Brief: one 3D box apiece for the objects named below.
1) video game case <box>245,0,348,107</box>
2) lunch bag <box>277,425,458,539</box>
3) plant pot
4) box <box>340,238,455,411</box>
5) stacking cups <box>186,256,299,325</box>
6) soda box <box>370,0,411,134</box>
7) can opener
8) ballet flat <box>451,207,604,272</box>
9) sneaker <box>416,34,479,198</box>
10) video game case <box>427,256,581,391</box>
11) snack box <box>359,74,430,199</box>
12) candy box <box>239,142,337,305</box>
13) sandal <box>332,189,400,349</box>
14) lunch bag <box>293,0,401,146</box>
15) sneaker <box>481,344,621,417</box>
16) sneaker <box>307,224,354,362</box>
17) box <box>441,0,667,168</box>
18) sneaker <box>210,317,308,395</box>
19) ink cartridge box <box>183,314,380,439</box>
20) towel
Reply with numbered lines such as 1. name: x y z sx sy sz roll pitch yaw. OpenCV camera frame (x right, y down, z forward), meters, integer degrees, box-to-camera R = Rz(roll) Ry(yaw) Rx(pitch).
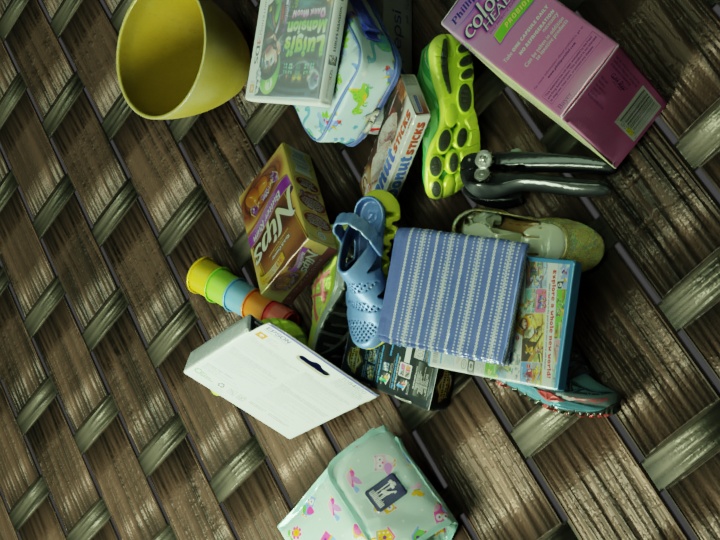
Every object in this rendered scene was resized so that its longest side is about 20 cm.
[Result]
1. video game case: -0.081 -0.304 1.431 0.199 0.023 0.185 16 98 55
2. lunch bag: 0.015 0.325 1.446 0.201 0.121 0.171 -50 57 17
3. plant pot: -0.248 -0.317 1.676 0.198 0.141 0.204 -2 86 39
4. box: 0.061 0.063 1.463 0.157 0.046 0.204 17 99 39
5. stacking cups: -0.168 0.042 1.657 0.198 0.060 0.061 26 104 32
6. soda box: 0.025 -0.287 1.497 0.068 0.063 0.204 -2 87 41
7. can opener: 0.208 -0.116 1.342 0.197 0.078 0.065 -1 75 31
8. ballet flat: 0.193 -0.036 1.346 0.198 0.070 0.072 15 98 39
9. sneaker: 0.106 -0.193 1.425 0.083 0.073 0.204 -161 71 -70
10. video game case: 0.165 0.054 1.317 0.198 0.018 0.146 6 87 47
11. snack box: 0.042 -0.152 1.441 0.201 0.024 0.073 112 147 -48
12. candy box: -0.103 -0.067 1.559 0.117 0.056 0.202 -48 41 28
13. sandal: 0.000 0.000 1.429 0.079 0.086 0.204 1 95 38
14. lunch bag: -0.029 -0.272 1.438 0.162 0.081 0.202 -58 43 36
15. sneaker: 0.218 0.106 1.310 0.198 0.079 0.097 22 100 38
16. sneaker: -0.037 0.029 1.537 0.090 0.077 0.203 20 95 45
17. box: 0.218 -0.231 1.253 0.097 0.175 0.200 -52 57 10
18. sneaker: -0.137 0.124 1.601 0.199 0.083 0.075 -29 59 40
19. ink cartridge box: -0.103 0.137 1.500 0.199 0.199 0.041 -29 35 41
20. towel: 0.108 0.028 1.347 0.198 0.024 0.147 9 88 41
